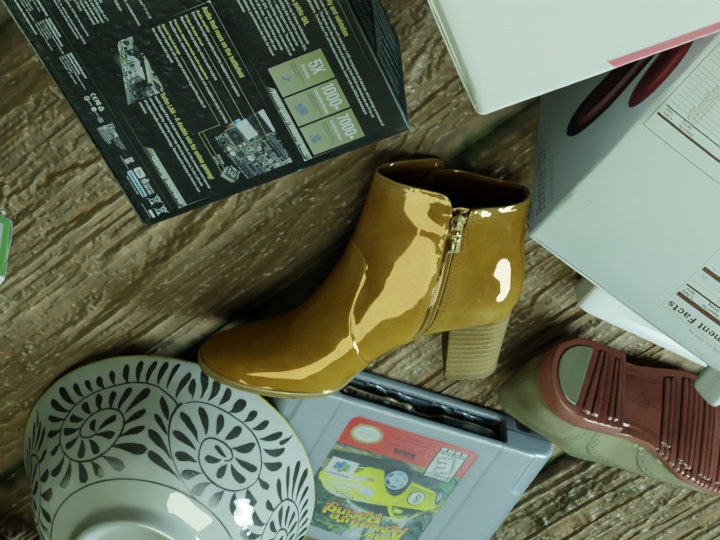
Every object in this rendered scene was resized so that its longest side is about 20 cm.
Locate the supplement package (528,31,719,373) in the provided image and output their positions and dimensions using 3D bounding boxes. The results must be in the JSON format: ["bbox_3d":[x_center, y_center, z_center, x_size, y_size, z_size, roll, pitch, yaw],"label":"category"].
[{"bbox_3d":[0.205,-0.093,1.005,0.146,0.192,0.200,34,120,-14],"label":"supplement package"}]

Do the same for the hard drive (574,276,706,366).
[{"bbox_3d":[0.242,-0.027,1.189,0.131,0.027,0.200,24,125,-23],"label":"hard drive"}]

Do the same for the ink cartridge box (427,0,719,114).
[{"bbox_3d":[0.105,-0.174,0.928,0.145,0.201,0.083,-19,119,12],"label":"ink cartridge box"}]

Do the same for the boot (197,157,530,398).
[{"bbox_3d":[0.001,0.000,1.173,0.199,0.071,0.145,-2,125,-7],"label":"boot"}]

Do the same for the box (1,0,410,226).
[{"bbox_3d":[-0.085,-0.144,1.021,0.162,0.087,0.201,-20,130,12],"label":"box"}]

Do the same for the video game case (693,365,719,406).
[{"bbox_3d":[0.296,-0.015,1.116,0.181,0.024,0.200,-24,156,-46],"label":"video game case"}]

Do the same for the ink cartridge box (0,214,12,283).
[{"bbox_3d":[-0.312,-0.027,1.121,0.199,0.060,0.104,31,121,-27],"label":"ink cartridge box"}]

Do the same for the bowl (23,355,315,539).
[{"bbox_3d":[-0.134,0.161,1.247,0.198,0.095,0.202,5,125,7],"label":"bowl"}]

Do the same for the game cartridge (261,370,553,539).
[{"bbox_3d":[0.013,0.133,1.303,0.198,0.041,0.134,17,131,-18],"label":"game cartridge"}]

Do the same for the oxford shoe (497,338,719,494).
[{"bbox_3d":[0.179,0.100,1.281,0.199,0.071,0.075,29,149,-28],"label":"oxford shoe"}]

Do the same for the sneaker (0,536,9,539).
[{"bbox_3d":[-0.273,0.245,1.367,0.084,0.073,0.201,35,132,6],"label":"sneaker"}]
